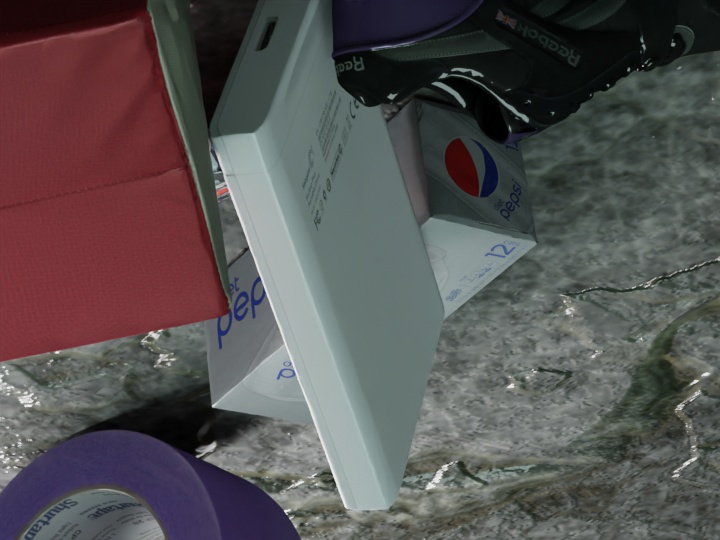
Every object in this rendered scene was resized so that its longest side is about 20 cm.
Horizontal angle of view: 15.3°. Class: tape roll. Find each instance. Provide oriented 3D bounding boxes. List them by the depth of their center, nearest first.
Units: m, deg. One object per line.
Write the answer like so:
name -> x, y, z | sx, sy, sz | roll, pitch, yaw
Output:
tape roll -> -0.128, 0.195, 1.471 | 0.199, 0.201, 0.085 | -24, 146, 27

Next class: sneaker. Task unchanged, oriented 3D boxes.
sneaker -> 0.080, -0.092, 1.109 | 0.199, 0.088, 0.076 | 5, 174, -17

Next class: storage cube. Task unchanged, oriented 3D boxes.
storage cube -> -0.155, -0.084, 0.970 | 0.179, 0.201, 0.171 | -10, 142, 1

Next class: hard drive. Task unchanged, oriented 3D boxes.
hard drive -> -0.010, -0.018, 1.120 | 0.027, 0.132, 0.201 | -5, 129, 19

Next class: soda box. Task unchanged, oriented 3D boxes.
soda box -> 0.000, 0.000, 1.292 | 0.063, 0.069, 0.200 | 12, 146, -32

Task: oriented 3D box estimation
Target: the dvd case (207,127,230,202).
dvd case -> -0.093, -0.032, 1.159 | 0.145, 0.022, 0.200 | -24, 180, 27
